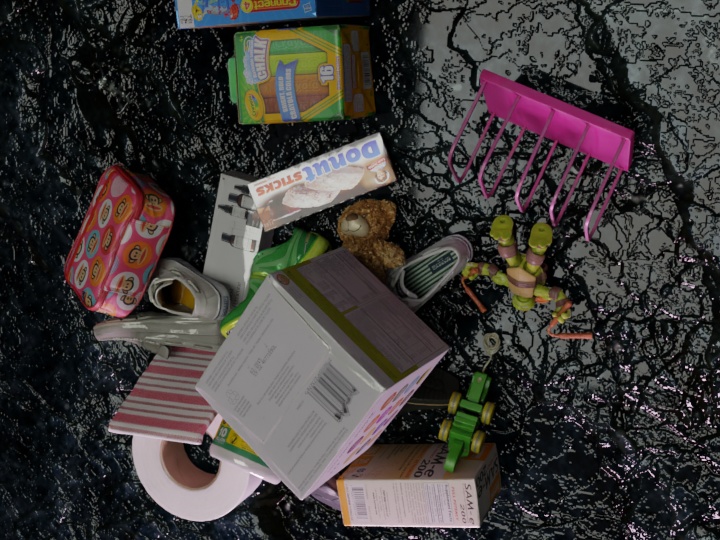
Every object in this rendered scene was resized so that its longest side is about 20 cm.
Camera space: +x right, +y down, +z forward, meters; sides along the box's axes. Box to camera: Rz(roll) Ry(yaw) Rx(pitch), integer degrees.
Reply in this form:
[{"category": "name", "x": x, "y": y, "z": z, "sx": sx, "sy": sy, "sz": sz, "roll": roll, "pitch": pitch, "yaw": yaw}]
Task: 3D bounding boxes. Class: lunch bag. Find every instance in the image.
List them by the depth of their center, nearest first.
[{"category": "lunch bag", "x": -0.359, "y": -0.049, "z": 1.742, "sx": 0.176, "sy": 0.082, "sz": 0.201, "roll": 40, "pitch": 108, "yaw": 51}]

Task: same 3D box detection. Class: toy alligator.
[{"category": "toy alligator", "x": 0.153, "y": 0.183, "z": 1.613, "sx": 0.059, "sy": 0.054, "sz": 0.201, "roll": 16, "pitch": 70, "yaw": 13}]

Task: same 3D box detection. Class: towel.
[{"category": "towel", "x": -0.256, "y": 0.177, "z": 1.713, "sx": 0.145, "sy": 0.200, "sz": 0.030, "roll": 5, "pitch": 127, "yaw": 20}]

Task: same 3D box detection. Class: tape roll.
[{"category": "tape roll", "x": -0.241, "y": 0.269, "z": 1.787, "sx": 0.201, "sy": 0.071, "sz": 0.204, "roll": 4, "pitch": 101, "yaw": 21}]

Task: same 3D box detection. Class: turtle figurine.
[{"category": "turtle figurine", "x": 0.222, "y": 0.005, "z": 1.548, "sx": 0.199, "sy": 0.064, "sz": 0.162, "roll": 26, "pitch": 145, "yaw": 28}]

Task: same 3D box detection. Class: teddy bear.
[{"category": "teddy bear", "x": 0.000, "y": 0.000, "z": 1.614, "sx": 0.145, "sy": 0.066, "sz": 0.202, "roll": 21, "pitch": 101, "yaw": 56}]

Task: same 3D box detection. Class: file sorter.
[{"category": "file sorter", "x": 0.222, "y": -0.137, "z": 1.478, "sx": 0.199, "sy": 0.139, "sz": 0.126, "roll": 25, "pitch": 86, "yaw": 15}]

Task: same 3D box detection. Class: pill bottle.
[{"category": "pill bottle", "x": -0.125, "y": 0.188, "z": 1.676, "sx": 0.112, "sy": 0.113, "sz": 0.201, "roll": 21, "pitch": 80, "yaw": 16}]

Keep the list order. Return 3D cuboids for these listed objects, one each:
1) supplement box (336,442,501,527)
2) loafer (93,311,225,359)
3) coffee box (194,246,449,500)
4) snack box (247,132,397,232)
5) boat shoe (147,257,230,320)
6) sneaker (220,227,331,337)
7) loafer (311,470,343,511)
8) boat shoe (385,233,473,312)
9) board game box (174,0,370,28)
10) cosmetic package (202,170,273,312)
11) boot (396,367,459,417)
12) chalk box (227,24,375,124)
[{"category": "supplement box", "x": 0.083, "y": 0.294, "z": 1.636, "sx": 0.199, "sy": 0.126, "sz": 0.074, "roll": -4, "pitch": 104, "yaw": 21}, {"category": "loafer", "x": -0.293, "y": 0.097, "z": 1.745, "sx": 0.198, "sy": 0.070, "sz": 0.070, "roll": -2, "pitch": 97, "yaw": 4}, {"category": "coffee box", "x": -0.046, "y": 0.122, "z": 1.498, "sx": 0.200, "sy": 0.197, "sz": 0.200, "roll": 43, "pitch": 117, "yaw": 13}, {"category": "snack box", "x": -0.052, "y": -0.122, "z": 1.641, "sx": 0.199, "sy": 0.024, "sz": 0.072, "roll": -21, "pitch": 92, "yaw": 7}, {"category": "boat shoe", "x": -0.271, "y": 0.028, "z": 1.715, "sx": 0.199, "sy": 0.069, "sz": 0.071, "roll": 24, "pitch": 109, "yaw": 46}, {"category": "sneaker", "x": -0.126, "y": 0.021, "z": 1.670, "sx": 0.083, "sy": 0.074, "sz": 0.200, "roll": 35, "pitch": 71, "yaw": 29}, {"category": "loafer", "x": -0.045, "y": 0.289, "z": 1.672, "sx": 0.071, "sy": 0.200, "sz": 0.063, "roll": 8, "pitch": 66, "yaw": 35}, {"category": "boat shoe", "x": 0.065, "y": 0.017, "z": 1.625, "sx": 0.200, "sy": 0.067, "sz": 0.074, "roll": -42, "pitch": 84, "yaw": 22}, {"category": "board game box", "x": -0.111, "y": -0.353, "z": 1.552, "sx": 0.194, "sy": 0.200, "sz": 0.056, "roll": 0, "pitch": 102, "yaw": 21}, {"category": "cosmetic package", "x": -0.176, "y": -0.036, "z": 1.716, "sx": 0.082, "sy": 0.051, "sz": 0.201, "roll": 17, "pitch": 105, "yaw": 18}, {"category": "boot", "x": 0.037, "y": 0.200, "z": 1.681, "sx": 0.198, "sy": 0.078, "sz": 0.139, "roll": 6, "pitch": 127, "yaw": 4}, {"category": "chalk box", "x": -0.095, "y": -0.263, "z": 1.603, "sx": 0.199, "sy": 0.124, "sz": 0.125, "roll": -1, "pitch": 99, "yaw": 21}]
